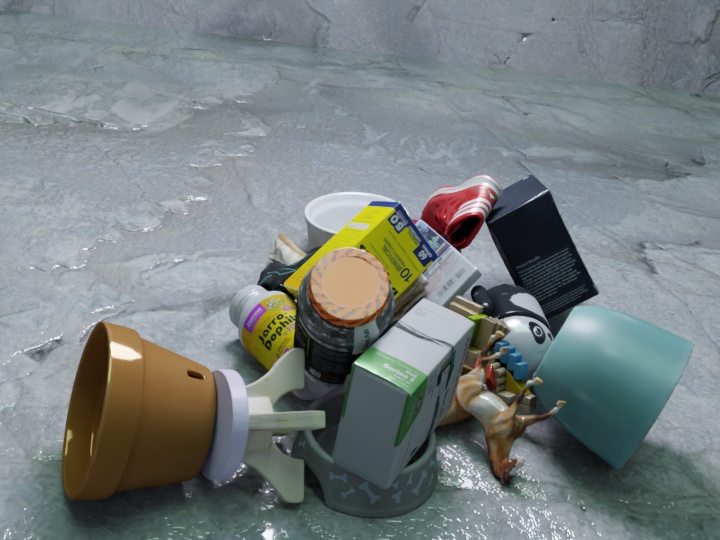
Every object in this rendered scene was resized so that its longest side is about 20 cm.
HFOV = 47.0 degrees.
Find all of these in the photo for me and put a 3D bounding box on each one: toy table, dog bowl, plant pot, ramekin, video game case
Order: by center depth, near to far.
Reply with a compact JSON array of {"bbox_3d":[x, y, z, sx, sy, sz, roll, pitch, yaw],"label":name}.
[{"bbox_3d":[-0.259,0.173,0.980,0.138,0.202,0.201,14,23,-27],"label":"plant pot"},{"bbox_3d":[-0.125,0.186,1.007,0.115,0.187,0.200,5,-3,-21],"label":"toy table"},{"bbox_3d":[0.009,0.227,1.078,0.197,0.059,0.201,7,27,-4],"label":"dog bowl"},{"bbox_3d":[0.334,0.144,1.144,0.160,0.202,0.200,31,33,16],"label":"plant pot"},{"bbox_3d":[0.079,0.031,1.358,0.023,0.200,0.182,41,3,-40],"label":"video game case"},{"bbox_3d":[-0.009,-0.065,1.564,0.197,0.099,0.201,2,28,-1],"label":"ramekin"}]

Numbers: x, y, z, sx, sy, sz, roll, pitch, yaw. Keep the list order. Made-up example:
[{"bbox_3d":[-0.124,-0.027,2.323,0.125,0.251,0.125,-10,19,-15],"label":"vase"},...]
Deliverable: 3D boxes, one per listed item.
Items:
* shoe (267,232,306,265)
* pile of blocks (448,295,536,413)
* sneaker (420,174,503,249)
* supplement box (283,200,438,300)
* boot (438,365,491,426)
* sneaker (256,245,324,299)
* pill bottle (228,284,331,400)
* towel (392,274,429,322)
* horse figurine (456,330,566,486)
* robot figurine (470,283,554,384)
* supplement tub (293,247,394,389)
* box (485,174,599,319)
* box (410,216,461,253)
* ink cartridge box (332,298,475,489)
[{"bbox_3d":[-0.095,0.003,1.480,0.053,0.070,0.199,-47,53,-7],"label":"shoe"},{"bbox_3d":[0.183,0.121,1.194,0.062,0.082,0.201,-5,51,-54],"label":"pile of blocks"},{"bbox_3d":[0.149,-0.085,1.418,0.078,0.200,0.116,40,57,-11],"label":"sneaker"},{"bbox_3d":[0.000,0.000,1.259,0.200,0.109,0.109,-44,19,-13],"label":"supplement box"},{"bbox_3d":[0.091,0.157,1.234,0.143,0.072,0.201,-11,39,-43],"label":"boot"},{"bbox_3d":[-0.100,0.021,1.364,0.198,0.076,0.079,-20,22,37],"label":"sneaker"},{"bbox_3d":[-0.114,0.099,1.232,0.103,0.106,0.199,-15,35,-38],"label":"pill bottle"},{"bbox_3d":[0.008,0.051,1.337,0.199,0.035,0.133,-36,37,-4],"label":"towel"},{"bbox_3d":[0.181,0.171,1.126,0.200,0.133,0.050,49,21,28],"label":"horse figurine"},{"bbox_3d":[0.239,0.099,1.307,0.148,0.126,0.201,8,24,-4],"label":"robot figurine"},{"bbox_3d":[-0.023,0.062,1.051,0.121,0.201,0.124,3,62,-6],"label":"supplement tub"},{"bbox_3d":[0.306,-0.044,1.456,0.122,0.200,0.200,-26,11,9],"label":"box"},{"bbox_3d":[0.128,-0.010,1.510,0.094,0.101,0.201,8,27,-3],"label":"box"},{"bbox_3d":[0.057,0.145,1.023,0.084,0.148,0.200,24,31,21],"label":"ink cartridge box"}]
